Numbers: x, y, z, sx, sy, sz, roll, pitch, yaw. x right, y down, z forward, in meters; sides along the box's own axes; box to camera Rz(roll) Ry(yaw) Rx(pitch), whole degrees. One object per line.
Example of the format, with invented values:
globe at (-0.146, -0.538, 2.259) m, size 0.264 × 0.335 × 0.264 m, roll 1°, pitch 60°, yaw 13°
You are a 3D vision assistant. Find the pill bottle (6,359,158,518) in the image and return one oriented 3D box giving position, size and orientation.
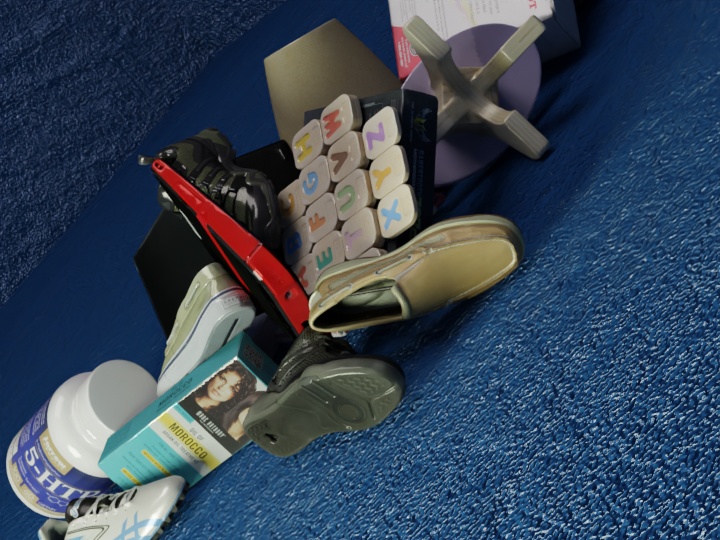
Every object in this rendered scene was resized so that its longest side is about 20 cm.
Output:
pill bottle at (-0.297, 0.181, 1.487) m, size 0.200 × 0.119 × 0.120 m, roll -43°, pitch 13°, yaw 44°

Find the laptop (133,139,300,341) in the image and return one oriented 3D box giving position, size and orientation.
laptop at (-0.132, -0.007, 1.471) m, size 0.199 × 0.188 × 0.116 m, roll -23°, pitch -28°, yaw -11°

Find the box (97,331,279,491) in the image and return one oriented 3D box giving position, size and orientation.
box at (-0.162, 0.153, 1.349) m, size 0.200 × 0.082 × 0.049 m, roll -38°, pitch 19°, yaw 21°

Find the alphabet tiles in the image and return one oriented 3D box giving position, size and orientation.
alphabet tiles at (-0.019, -0.060, 1.285) m, size 0.195 × 0.015 × 0.202 m, roll -34°, pitch 59°, yaw 45°

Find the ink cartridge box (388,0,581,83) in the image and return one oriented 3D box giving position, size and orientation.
ink cartridge box at (0.138, -0.293, 1.548) m, size 0.199 × 0.085 × 0.149 m, roll -18°, pitch 62°, yaw 26°

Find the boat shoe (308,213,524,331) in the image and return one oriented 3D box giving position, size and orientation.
boat shoe at (0.047, 0.014, 1.168) m, size 0.199 × 0.072 × 0.076 m, roll -22°, pitch 19°, yaw 21°

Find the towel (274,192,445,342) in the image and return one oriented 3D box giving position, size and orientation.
towel at (0.000, 0.000, 1.443) m, size 0.201 × 0.030 × 0.146 m, roll -54°, pitch 19°, yaw -22°

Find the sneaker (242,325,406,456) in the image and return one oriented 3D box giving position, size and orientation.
sneaker at (-0.021, 0.087, 1.184) m, size 0.199 × 0.076 × 0.115 m, roll -31°, pitch 26°, yaw 52°

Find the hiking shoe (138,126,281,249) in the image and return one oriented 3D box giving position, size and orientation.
hiking shoe at (-0.151, -0.070, 1.378) m, size 0.100 × 0.076 × 0.200 m, roll -19°, pitch 38°, yaw -23°

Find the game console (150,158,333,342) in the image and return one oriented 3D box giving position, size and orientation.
game console at (-0.105, -0.009, 1.264) m, size 0.031 × 0.177 × 0.200 m, roll -42°, pitch -27°, yaw -9°

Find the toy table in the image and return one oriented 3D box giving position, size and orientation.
toy table at (0.110, -0.177, 1.377) m, size 0.201 × 0.183 × 0.117 m, roll -58°, pitch 2°, yaw -7°

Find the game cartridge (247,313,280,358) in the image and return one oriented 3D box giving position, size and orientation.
game cartridge at (-0.147, 0.106, 1.514) m, size 0.133 × 0.042 × 0.201 m, roll -24°, pitch 25°, yaw 39°

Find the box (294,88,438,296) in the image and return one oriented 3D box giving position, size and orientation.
box at (0.003, -0.063, 1.311) m, size 0.157 × 0.051 × 0.202 m, roll -5°, pitch 79°, yaw 50°

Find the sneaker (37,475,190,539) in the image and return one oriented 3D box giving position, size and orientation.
sneaker at (-0.246, 0.247, 1.341) m, size 0.199 × 0.073 × 0.072 m, roll -32°, pitch 18°, yaw 33°

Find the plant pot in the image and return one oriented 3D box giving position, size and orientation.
plant pot at (-0.019, -0.170, 1.520) m, size 0.186 × 0.201 × 0.187 m, roll -29°, pitch 8°, yaw 4°

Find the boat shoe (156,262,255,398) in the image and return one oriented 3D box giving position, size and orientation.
boat shoe at (-0.159, 0.068, 1.372) m, size 0.072 × 0.062 × 0.200 m, roll -8°, pitch -31°, yaw -36°

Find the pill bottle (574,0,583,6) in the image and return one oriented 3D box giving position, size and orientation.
pill bottle at (0.248, -0.377, 1.620) m, size 0.200 × 0.112 × 0.112 m, roll -37°, pitch 17°, yaw 24°
